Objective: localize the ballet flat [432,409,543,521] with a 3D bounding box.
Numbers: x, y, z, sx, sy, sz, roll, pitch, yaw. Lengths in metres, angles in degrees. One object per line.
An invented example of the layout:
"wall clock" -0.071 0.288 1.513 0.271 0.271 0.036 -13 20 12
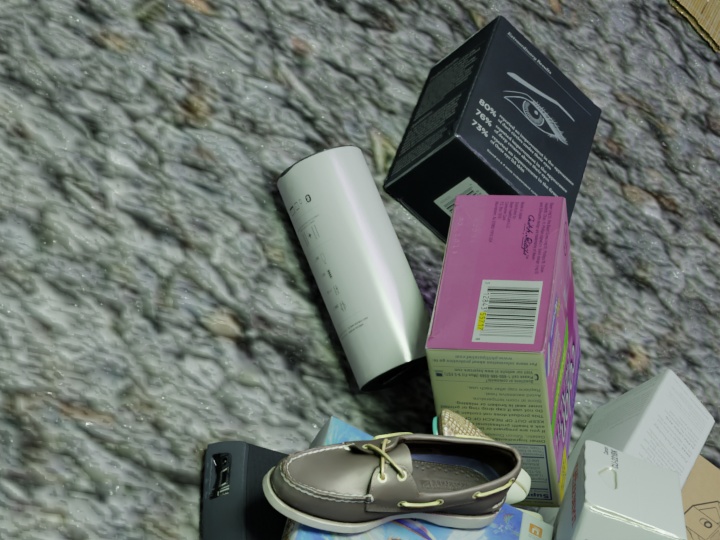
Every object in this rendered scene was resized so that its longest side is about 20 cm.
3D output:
"ballet flat" 0.112 0.190 1.556 0.071 0.065 0.200 -76 152 -52

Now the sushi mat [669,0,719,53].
"sushi mat" 0.433 -0.345 2.355 0.096 0.012 0.200 46 40 -10

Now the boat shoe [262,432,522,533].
"boat shoe" 0.026 0.150 1.410 0.200 0.060 0.072 6 45 -28

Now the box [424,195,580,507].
"box" 0.124 0.068 1.612 0.200 0.097 0.176 79 17 -45

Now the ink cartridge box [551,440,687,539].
"ink cartridge box" 0.179 0.252 1.483 0.084 0.200 0.144 17 17 2

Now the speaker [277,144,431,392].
"speaker" 0.000 0.000 1.627 0.081 0.081 0.200 -6 68 -47

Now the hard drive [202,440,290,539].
"hard drive" -0.054 0.228 1.445 0.135 0.042 0.200 21 51 -35

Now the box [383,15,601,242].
"box" 0.129 -0.117 1.819 0.148 0.104 0.200 41 41 -17

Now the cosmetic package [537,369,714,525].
"cosmetic package" 0.236 0.183 1.725 0.074 0.102 0.200 47 41 -8

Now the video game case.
"video game case" 0.039 0.222 1.428 0.200 0.045 0.181 27 38 -8

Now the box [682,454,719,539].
"box" 0.332 0.274 1.822 0.163 0.021 0.200 38 44 -20
